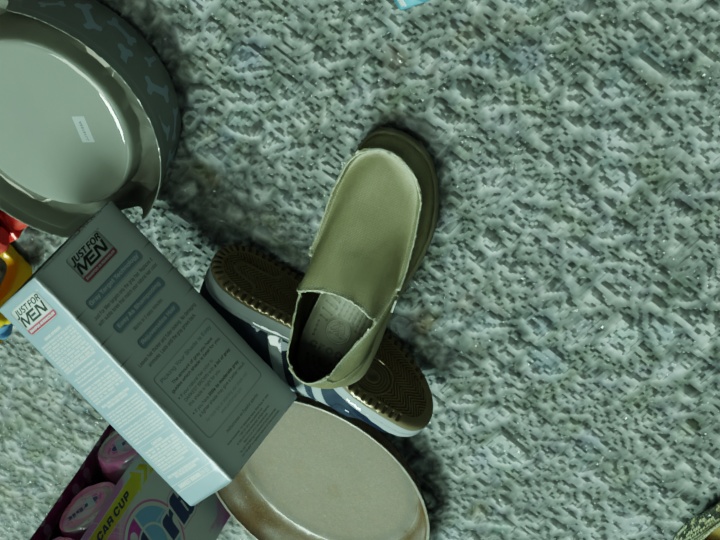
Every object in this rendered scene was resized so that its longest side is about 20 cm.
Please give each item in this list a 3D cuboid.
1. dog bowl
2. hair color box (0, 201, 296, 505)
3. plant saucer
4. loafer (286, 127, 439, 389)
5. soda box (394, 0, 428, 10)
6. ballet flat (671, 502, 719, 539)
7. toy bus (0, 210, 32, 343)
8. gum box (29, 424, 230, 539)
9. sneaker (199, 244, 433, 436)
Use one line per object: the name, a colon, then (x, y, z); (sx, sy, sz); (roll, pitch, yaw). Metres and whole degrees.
dog bowl: (-0.219, -0.118, 1.473); (0.199, 0.059, 0.201); (16, 135, 17)
hair color box: (-0.151, 0.060, 1.467); (0.200, 0.099, 0.061); (47, 136, -8)
plant saucer: (-0.031, 0.170, 1.636); (0.199, 0.032, 0.201); (16, 133, 18)
loafer: (0.000, 0.000, 1.405); (0.076, 0.067, 0.201); (19, 112, 10)
soda box: (0.010, -0.259, 1.201); (0.063, 0.068, 0.200); (-15, 117, 39)
ballet flat: (0.267, 0.198, 1.450); (0.068, 0.075, 0.200); (34, 137, -1)
toy bus: (-0.328, 0.004, 1.611); (0.191, 0.136, 0.200); (-21, 118, 24)
gum box: (-0.195, 0.223, 1.656); (0.066, 0.200, 0.114); (-11, 123, 37)
sneaker: (-0.043, 0.075, 1.530); (0.200, 0.070, 0.109); (37, 134, 5)
